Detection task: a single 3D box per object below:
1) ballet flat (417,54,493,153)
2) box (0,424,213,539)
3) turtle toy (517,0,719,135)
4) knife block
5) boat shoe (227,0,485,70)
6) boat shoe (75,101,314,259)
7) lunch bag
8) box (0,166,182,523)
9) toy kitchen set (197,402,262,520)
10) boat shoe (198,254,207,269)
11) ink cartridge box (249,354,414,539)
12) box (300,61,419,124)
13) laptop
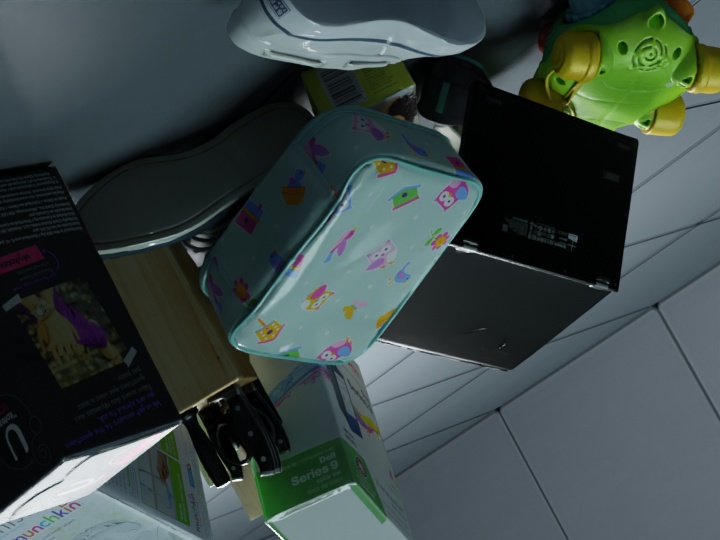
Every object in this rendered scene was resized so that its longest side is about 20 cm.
[{"bbox_3d":[0.091,-0.124,1.423,0.073,0.073,0.200,-31,165,13],"label":"ballet flat"},{"bbox_3d":[-0.215,0.125,1.347,0.097,0.200,0.176,-34,138,20],"label":"box"},{"bbox_3d":[0.198,-0.168,1.409,0.146,0.101,0.200,4,158,-17],"label":"turtle toy"},{"bbox_3d":[-0.129,0.072,1.351,0.064,0.176,0.200,-30,129,5],"label":"knife block"},{"bbox_3d":[-0.002,-0.162,1.103,0.200,0.074,0.065,1,155,-47],"label":"boat shoe"},{"bbox_3d":[-0.119,-0.057,1.258,0.200,0.075,0.062,-33,159,-22],"label":"boat shoe"},{"bbox_3d":[-0.014,-0.021,1.267,0.160,0.077,0.200,8,128,-48],"label":"lunch bag"},{"bbox_3d":[-0.227,0.049,1.145,0.106,0.200,0.122,-14,162,-48],"label":"box"},{"bbox_3d":[-0.080,0.112,1.649,0.180,0.200,0.163,-28,-179,3],"label":"toy kitchen set"},{"bbox_3d":[-0.125,0.011,1.498,0.200,0.062,0.075,-20,168,-16],"label":"boat shoe"},{"bbox_3d":[-0.039,0.142,1.474,0.087,0.200,0.145,-26,142,8],"label":"ink cartridge box"},{"bbox_3d":[0.004,-0.115,1.331,0.075,0.050,0.200,-27,168,-1],"label":"box"},{"bbox_3d":[0.108,-0.028,1.398,0.187,0.200,0.116,15,172,-38],"label":"laptop"}]
